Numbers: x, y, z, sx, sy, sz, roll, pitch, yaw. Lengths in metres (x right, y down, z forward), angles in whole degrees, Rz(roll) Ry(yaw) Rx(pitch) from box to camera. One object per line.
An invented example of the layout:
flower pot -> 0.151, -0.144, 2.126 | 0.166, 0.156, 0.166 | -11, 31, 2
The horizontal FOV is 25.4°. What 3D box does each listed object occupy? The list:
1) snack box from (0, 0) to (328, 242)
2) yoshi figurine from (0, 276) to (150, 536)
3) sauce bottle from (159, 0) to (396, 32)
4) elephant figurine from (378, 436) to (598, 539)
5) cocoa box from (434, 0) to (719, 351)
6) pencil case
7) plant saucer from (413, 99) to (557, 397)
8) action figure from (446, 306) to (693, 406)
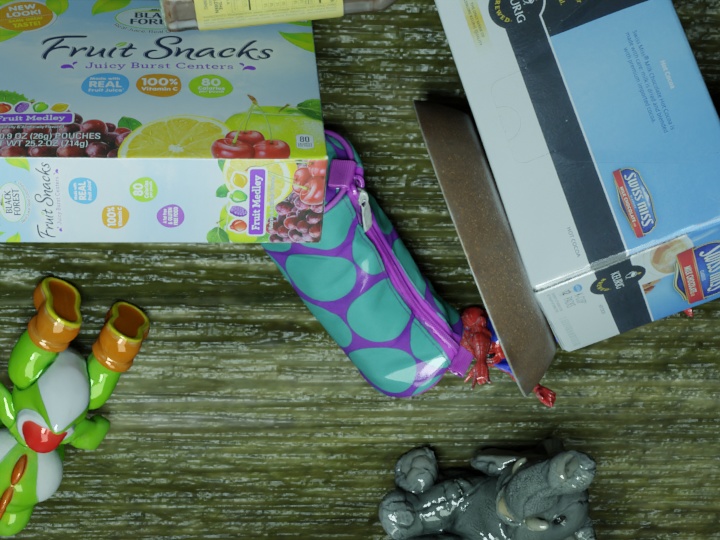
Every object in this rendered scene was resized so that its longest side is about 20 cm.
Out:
snack box -> -0.124, -0.092, 0.946 | 0.198, 0.169, 0.068 | 1, 130, -6
yoshi figurine -> -0.235, 0.099, 1.178 | 0.112, 0.112, 0.201 | -9, 134, -58
sauce bottle -> -0.021, -0.182, 0.948 | 0.198, 0.065, 0.065 | -6, 133, -4
elephant figurine -> 0.127, 0.191, 1.251 | 0.199, 0.155, 0.142 | -22, 109, 25
cocoa box -> 0.143, -0.078, 0.946 | 0.130, 0.202, 0.133 | -20, 157, 9
pencil case -> 0.000, 0.000, 1.100 | 0.092, 0.086, 0.200 | 4, 144, 37
plant saucer -> 0.084, -0.020, 1.017 | 0.034, 0.201, 0.201 | -21, 132, 5
action figure -> 0.145, 0.055, 1.165 | 0.198, 0.099, 0.066 | -16, 131, 12
